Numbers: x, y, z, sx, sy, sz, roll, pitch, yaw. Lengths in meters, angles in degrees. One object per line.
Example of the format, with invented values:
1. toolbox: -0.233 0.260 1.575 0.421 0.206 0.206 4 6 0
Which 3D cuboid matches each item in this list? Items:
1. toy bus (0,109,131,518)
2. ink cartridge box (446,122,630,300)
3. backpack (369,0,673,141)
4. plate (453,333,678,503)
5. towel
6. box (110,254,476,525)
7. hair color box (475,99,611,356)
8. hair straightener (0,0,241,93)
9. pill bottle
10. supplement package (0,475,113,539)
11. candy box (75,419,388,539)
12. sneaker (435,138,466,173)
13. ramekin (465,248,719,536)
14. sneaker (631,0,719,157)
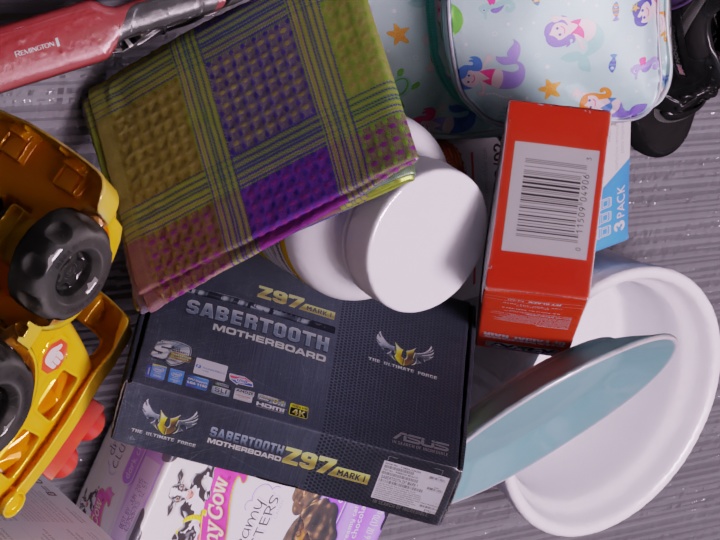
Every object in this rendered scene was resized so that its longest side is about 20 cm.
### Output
1. toy bus: -0.195 0.036 1.269 0.200 0.135 0.192 -56 146 -6
2. ink cartridge box: 0.082 -0.053 1.480 0.199 0.068 0.116 -20 121 -30
3. backpack: 0.088 -0.166 1.361 0.199 0.151 0.178 -5 111 -3
4. plate: 0.109 0.089 1.411 0.200 0.026 0.200 -28 164 -9
5. towel: -0.065 -0.075 1.249 0.199 0.144 0.023 -27 157 24
6. box: -0.035 0.057 1.319 0.199 0.158 0.051 16 126 -5
7. hair color box: 0.105 -0.020 1.327 0.200 0.064 0.111 78 20 -78
8. hair straightener: -0.135 -0.144 1.264 0.199 0.077 0.041 -25 97 -13
9. pill bottle: -0.020 -0.051 1.307 0.112 0.200 0.113 -18 121 -32
10. supplement package: -0.249 0.213 1.285 0.199 0.152 0.151 6 108 -40
11. candy box: -0.082 0.156 1.447 0.200 0.071 0.168 18 99 -43
12. sneaker: 0.000 0.000 1.402 0.077 0.073 0.200 17 121 -31
13. ramekin: 0.147 0.075 1.576 0.200 0.098 0.201 -18 121 -32
14. sneaker: 0.222 -0.140 1.516 0.076 0.088 0.201 -29 143 -25
